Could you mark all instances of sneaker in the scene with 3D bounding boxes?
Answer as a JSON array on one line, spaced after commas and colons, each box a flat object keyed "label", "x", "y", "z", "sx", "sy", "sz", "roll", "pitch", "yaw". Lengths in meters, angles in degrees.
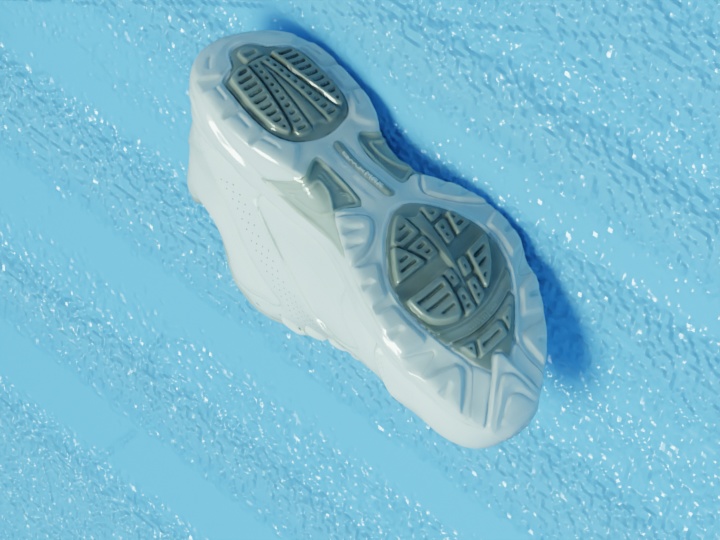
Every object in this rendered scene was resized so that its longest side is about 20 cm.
[{"label": "sneaker", "x": 0.000, "y": 0.000, "z": 1.152, "sx": 0.200, "sy": 0.078, "sz": 0.100, "roll": 52, "pitch": 147, "yaw": 24}]
